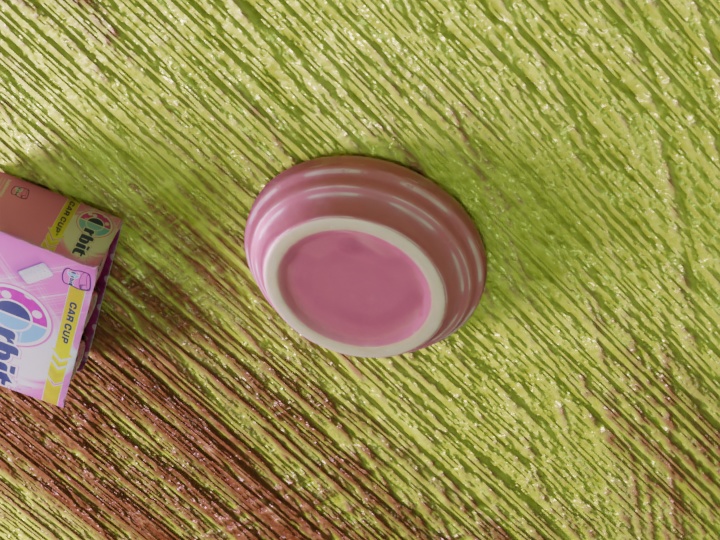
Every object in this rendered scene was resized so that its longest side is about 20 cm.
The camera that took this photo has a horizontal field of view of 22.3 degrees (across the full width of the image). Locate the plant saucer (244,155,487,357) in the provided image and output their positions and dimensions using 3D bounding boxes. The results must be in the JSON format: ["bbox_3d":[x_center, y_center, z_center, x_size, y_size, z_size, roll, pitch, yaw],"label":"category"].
[{"bbox_3d":[0.000,0.000,1.469,0.200,0.051,0.201,9,133,10],"label":"plant saucer"}]

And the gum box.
[{"bbox_3d":[-0.282,0.023,1.561,0.113,0.066,0.200,21,134,-1],"label":"gum box"}]
